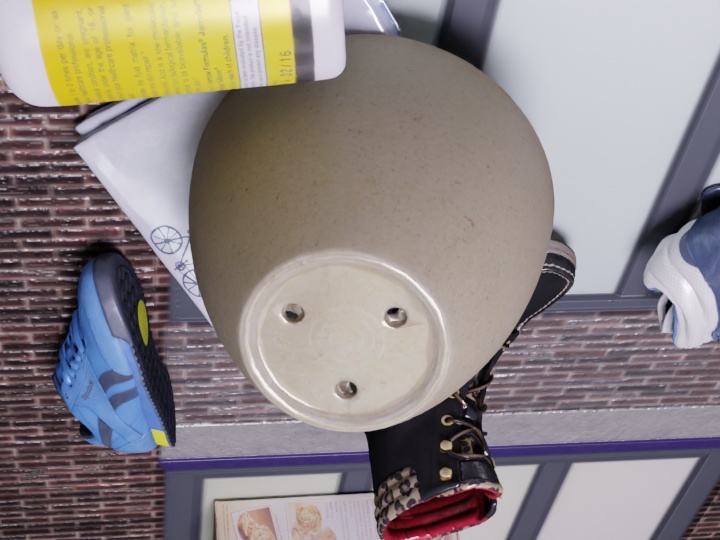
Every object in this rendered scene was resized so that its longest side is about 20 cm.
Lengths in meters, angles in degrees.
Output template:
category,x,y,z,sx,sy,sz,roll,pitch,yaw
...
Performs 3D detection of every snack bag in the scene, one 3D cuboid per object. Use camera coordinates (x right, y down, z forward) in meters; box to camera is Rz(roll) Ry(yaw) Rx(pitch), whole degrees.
category,x,y,z,sx,sy,sz,roll,pitch,yaw
snack bag,-0.031,-0.044,0.832,0.200,0.021,0.189,-24,115,22

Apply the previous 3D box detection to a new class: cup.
category,x,y,z,sx,sy,sz,roll,pitch,yaw
cup,0.000,0.000,0.760,0.199,0.143,0.201,2,120,4

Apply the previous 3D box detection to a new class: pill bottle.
category,x,y,z,sx,sy,sz,roll,pitch,yaw
pill bottle,-0.110,-0.133,0.680,0.199,0.112,0.111,-7,145,-2

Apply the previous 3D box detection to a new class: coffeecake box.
category,x,y,z,sx,sy,sz,roll,pitch,yaw
coffeecake box,-0.026,0.257,1.278,0.199,0.073,0.154,-2,144,-9

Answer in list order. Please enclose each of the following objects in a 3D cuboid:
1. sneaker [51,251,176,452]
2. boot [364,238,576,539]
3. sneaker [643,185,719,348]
category,x,y,z,sx,sy,sz,roll,pitch,yaw
sneaker,-0.172,0.062,0.983,0.078,0.066,0.200,-3,145,0
boot,0.070,0.081,0.980,0.200,0.151,0.073,-32,138,30
sneaker,0.275,0.014,0.999,0.146,0.081,0.200,-22,147,33
